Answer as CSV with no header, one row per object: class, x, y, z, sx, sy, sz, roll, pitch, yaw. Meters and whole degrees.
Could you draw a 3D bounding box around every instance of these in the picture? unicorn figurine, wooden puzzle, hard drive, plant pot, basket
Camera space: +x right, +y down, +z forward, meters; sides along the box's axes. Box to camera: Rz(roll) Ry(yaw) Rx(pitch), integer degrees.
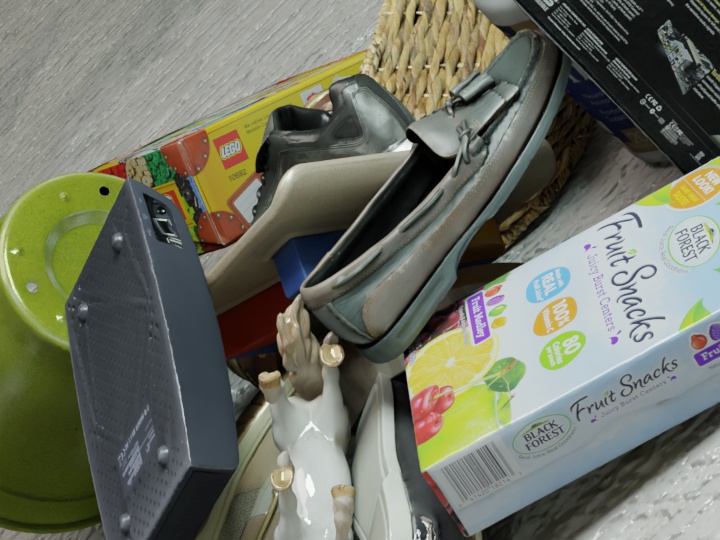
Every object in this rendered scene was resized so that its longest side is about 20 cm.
unicorn figurine,-0.032,0.126,1.387,0.138,0.074,0.201,92,-166,-58
wooden puzzle,0.000,0.000,1.470,0.200,0.185,0.046,-50,55,51
hard drive,-0.118,0.063,1.439,0.135,0.042,0.201,-59,36,43
plant pot,-0.189,0.037,1.636,0.201,0.200,0.193,-63,4,-34
basket,0.083,-0.092,1.623,0.142,0.149,0.200,-1,39,15

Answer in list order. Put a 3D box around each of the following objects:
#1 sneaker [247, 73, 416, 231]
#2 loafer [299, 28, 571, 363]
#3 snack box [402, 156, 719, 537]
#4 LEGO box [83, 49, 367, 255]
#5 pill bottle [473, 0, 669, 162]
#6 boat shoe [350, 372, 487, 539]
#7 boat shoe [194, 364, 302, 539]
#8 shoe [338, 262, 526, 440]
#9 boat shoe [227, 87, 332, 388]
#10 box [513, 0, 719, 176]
sneaker,-0.033,-0.050,1.525,0.200,0.091,0.066,-40,-6,41
loafer,0.041,-0.049,1.364,0.200,0.063,0.072,-59,20,-7
snack box,0.121,0.036,1.306,0.199,0.053,0.142,-29,27,12
LEGO box,-0.074,-0.075,1.752,0.200,0.077,0.149,-28,9,-37
pill bottle,0.133,-0.162,1.457,0.111,0.200,0.111,-38,28,24
boat shoe,0.032,0.117,1.371,0.200,0.060,0.074,-104,25,-69
boat shoe,-0.061,0.139,1.475,0.201,0.065,0.072,-62,7,-14
shoe,0.048,0.047,1.464,0.200,0.070,0.054,-28,55,48
boat shoe,-0.027,-0.016,1.635,0.068,0.072,0.201,30,103,61
box,0.186,-0.154,1.354,0.164,0.200,0.086,-43,23,12
